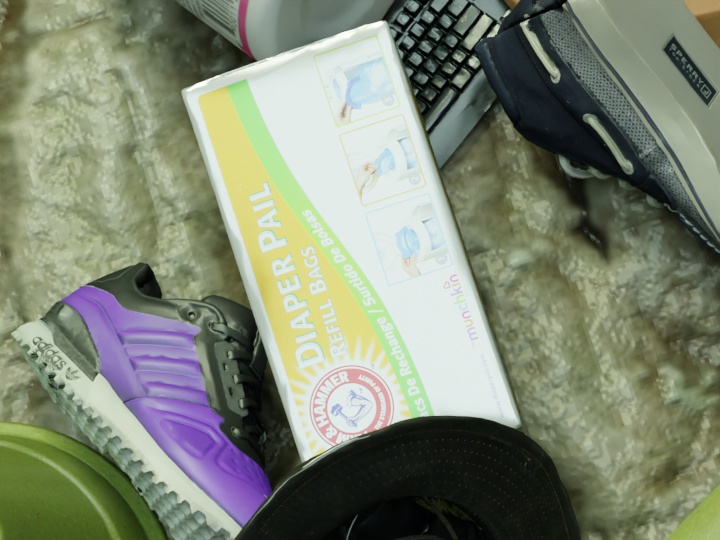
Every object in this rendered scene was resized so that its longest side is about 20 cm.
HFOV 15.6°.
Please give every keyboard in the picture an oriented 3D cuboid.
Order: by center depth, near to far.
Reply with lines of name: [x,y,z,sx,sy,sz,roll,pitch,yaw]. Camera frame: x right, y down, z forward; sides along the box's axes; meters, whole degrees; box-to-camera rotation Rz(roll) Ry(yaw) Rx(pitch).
keyboard: [0.015,-0.120,1.318,0.127,0.021,0.200,36,84,14]

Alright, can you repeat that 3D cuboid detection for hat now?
hat: [-0.006,0.132,1.148,0.201,0.201,0.081,-42,41,-3]

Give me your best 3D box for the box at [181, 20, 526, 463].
box: [0.000,0.000,1.235,0.101,0.112,0.200,-19,83,3]

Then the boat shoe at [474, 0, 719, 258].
boat shoe: [0.140,-0.063,1.264,0.200,0.093,0.075,55,47,-9]

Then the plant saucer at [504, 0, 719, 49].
plant saucer: [0.151,-0.195,1.296,0.200,0.037,0.201,0,81,1]

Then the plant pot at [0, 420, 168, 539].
plant pot: [-0.198,0.152,1.197,0.200,0.190,0.201,-2,77,8]

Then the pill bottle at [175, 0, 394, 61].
pill bottle: [-0.077,-0.192,1.289,0.200,0.113,0.113,38,85,25]

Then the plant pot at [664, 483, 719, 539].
plant pot: [0.198,0.163,1.155,0.184,0.200,0.201,-40,75,10]

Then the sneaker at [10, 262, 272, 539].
sneaker: [-0.075,0.062,1.246,0.099,0.070,0.200,-38,57,-15]
